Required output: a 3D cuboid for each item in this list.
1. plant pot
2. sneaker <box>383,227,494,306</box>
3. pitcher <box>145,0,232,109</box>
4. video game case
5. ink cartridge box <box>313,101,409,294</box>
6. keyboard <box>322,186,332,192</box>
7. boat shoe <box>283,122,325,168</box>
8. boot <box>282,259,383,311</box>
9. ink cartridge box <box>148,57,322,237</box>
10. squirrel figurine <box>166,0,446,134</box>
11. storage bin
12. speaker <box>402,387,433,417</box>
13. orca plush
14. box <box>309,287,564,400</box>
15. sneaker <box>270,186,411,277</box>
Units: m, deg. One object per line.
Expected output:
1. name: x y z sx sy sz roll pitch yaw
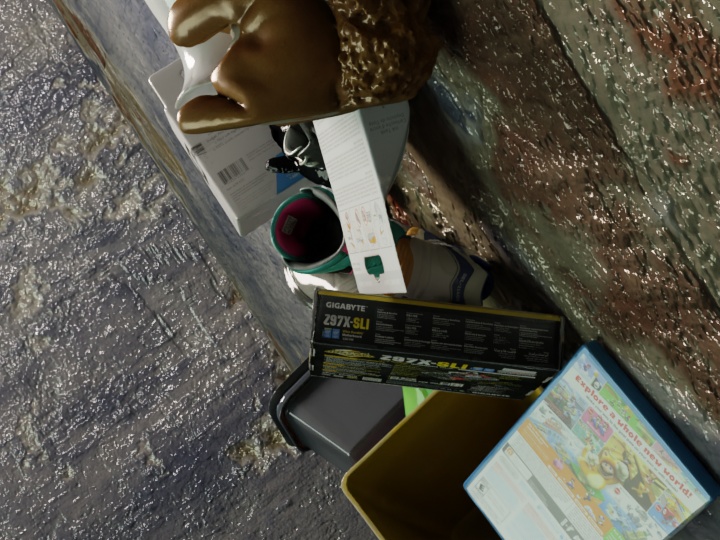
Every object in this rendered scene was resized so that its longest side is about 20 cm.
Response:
1. plant pot: 0.137 0.226 1.135 0.200 0.200 0.177 47 179 36
2. sneaker: 0.071 0.010 1.056 0.087 0.076 0.200 14 -173 4
3. pitcher: -0.112 -0.233 0.991 0.171 0.120 0.203 -1 -105 -69
4. video game case: 0.171 0.169 0.944 0.144 0.018 0.201 52 135 21
5. ink cartridge box: 0.008 -0.086 0.973 0.162 0.056 0.203 174 76 -77
6. keyboard: -0.007 -0.064 1.352 0.057 0.011 0.200 62 168 -29
7. boat shoe: -0.044 -0.132 1.141 0.072 0.071 0.201 37 162 56
8. boot: 0.000 0.000 1.268 0.067 0.132 0.200 10 -151 -40
9. ink cartridge box: -0.142 -0.157 1.386 0.201 0.115 0.067 56 172 13
10. squirrel figurine: -0.038 -0.198 0.813 0.198 0.141 0.190 -5 96 35
11. storage bin: 0.010 0.167 1.513 0.134 0.200 0.146 34 159 37
12. speaker: 0.087 0.155 1.253 0.088 0.087 0.203 38 140 57
13. orca plush: -0.078 -0.139 1.275 0.200 0.071 0.106 50 168 27
14. box: 0.056 0.064 1.008 0.160 0.197 0.050 100 177 -74
15. sneaker: -0.048 -0.036 1.196 0.120 0.085 0.199 16 177 -41
